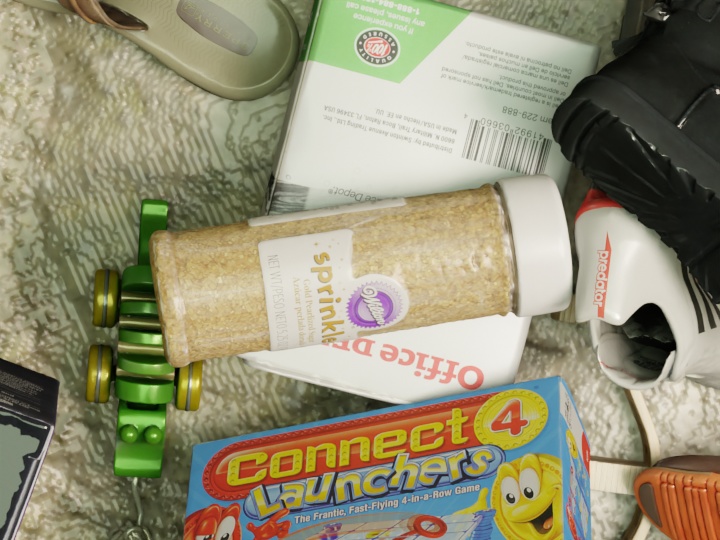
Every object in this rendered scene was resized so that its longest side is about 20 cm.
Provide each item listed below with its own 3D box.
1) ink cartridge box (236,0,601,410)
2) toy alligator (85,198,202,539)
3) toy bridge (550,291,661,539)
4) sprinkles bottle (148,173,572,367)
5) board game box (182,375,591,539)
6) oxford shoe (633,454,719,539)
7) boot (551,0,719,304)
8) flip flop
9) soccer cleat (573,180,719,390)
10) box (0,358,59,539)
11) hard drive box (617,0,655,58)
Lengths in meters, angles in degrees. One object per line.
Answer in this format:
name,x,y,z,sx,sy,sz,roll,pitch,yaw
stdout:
ink cartridge box,0.024,-0.036,1.407,0.146,0.084,0.201,15,93,-6
toy alligator,-0.112,0.064,1.417,0.059,0.054,0.201,5,93,-5
toy bridge,0.124,0.106,1.454,0.067,0.027,0.201,7,93,-6
sprinkles bottle,0.000,0.000,1.331,0.199,0.068,0.068,-8,95,-4
board game box,0.011,0.157,1.322,0.199,0.196,0.056,-12,134,14
oxford shoe,0.239,0.117,1.405,0.199,0.073,0.071,8,136,25
boot,0.201,-0.067,1.307,0.198,0.073,0.162,42,59,6
flip flop,-0.121,-0.150,1.400,0.200,0.058,0.081,31,91,-6
soccer cleat,0.151,0.030,1.380,0.068,0.200,0.085,3,65,25
box,-0.219,0.112,1.338,0.104,0.200,0.148,21,93,-6
hard drive box,0.230,-0.080,1.396,0.199,0.077,0.156,15,65,-5
